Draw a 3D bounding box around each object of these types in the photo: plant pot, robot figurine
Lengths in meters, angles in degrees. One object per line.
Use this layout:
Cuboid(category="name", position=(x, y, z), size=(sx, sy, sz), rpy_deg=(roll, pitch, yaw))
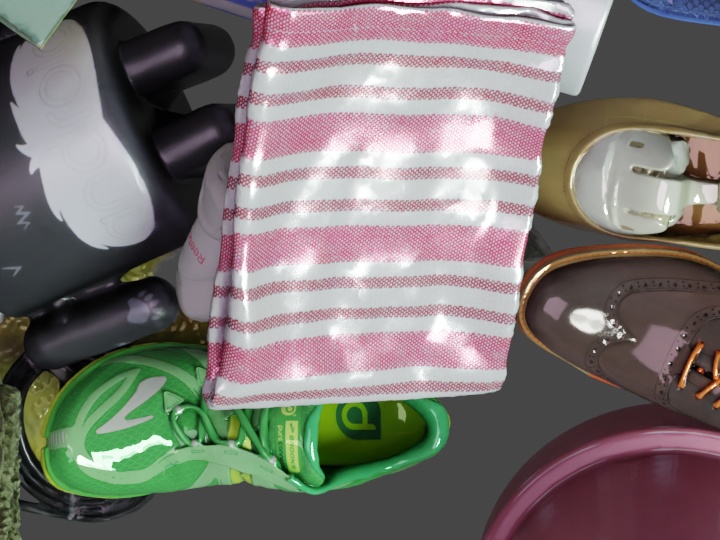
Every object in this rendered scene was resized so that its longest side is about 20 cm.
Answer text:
Cuboid(category="plant pot", position=(0.144, 0.178, 1.308), size=(0.200, 0.179, 0.200), rpy_deg=(2, 104, 7))
Cuboid(category="robot figurine", position=(-0.146, -0.049, 1.326), size=(0.200, 0.150, 0.125), rpy_deg=(-24, 139, 13))

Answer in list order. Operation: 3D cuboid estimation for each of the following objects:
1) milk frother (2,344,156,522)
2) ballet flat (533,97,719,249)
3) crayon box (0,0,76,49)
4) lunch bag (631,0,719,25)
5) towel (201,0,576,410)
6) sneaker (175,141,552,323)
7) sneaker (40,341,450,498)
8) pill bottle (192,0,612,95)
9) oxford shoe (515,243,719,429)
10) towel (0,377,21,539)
Cuboid(category="milk frother", position=(-0.182, 0.138, 1.339), size=(0.180, 0.188, 0.200), rpy_deg=(22, 111, -26))
Cuboid(category="ballet flat", position=(0.162, -0.040, 1.312), size=(0.200, 0.063, 0.069), rpy_deg=(6, 104, 7))
Cuboid(category="crayon box", position=(-0.118, -0.206, 1.259), size=(0.051, 0.127, 0.200), rpy_deg=(36, 92, -30))
Cuboid(category="lunch bag", position=(0.198, -0.204, 1.234), size=(0.136, 0.132, 0.200), rpy_deg=(15, 107, 20))
Cuboid(category="towel", position=(0.011, -0.027, 1.231), size=(0.146, 0.030, 0.200), rpy_deg=(-3, 118, -23))
Cuboid(category="sneaker", position=(0.000, 0.000, 1.319), size=(0.200, 0.078, 0.099), rpy_deg=(12, 129, -28))
Cuboid(category="sneaker", position=(-0.051, 0.068, 1.327), size=(0.200, 0.084, 0.074), rpy_deg=(-4, 90, -19))
Cuboid(category="pill bottle", position=(0.017, -0.149, 1.281), size=(0.200, 0.112, 0.112), rpy_deg=(18, 105, 1))
Cuboid(category="oxford shoe", position=(0.168, 0.040, 1.301), size=(0.200, 0.073, 0.071), rpy_deg=(15, 106, -13))
Cuboid(category="towel", position=(-0.217, 0.123, 1.248), size=(0.148, 0.200, 0.036), rpy_deg=(-17, 123, 3))
